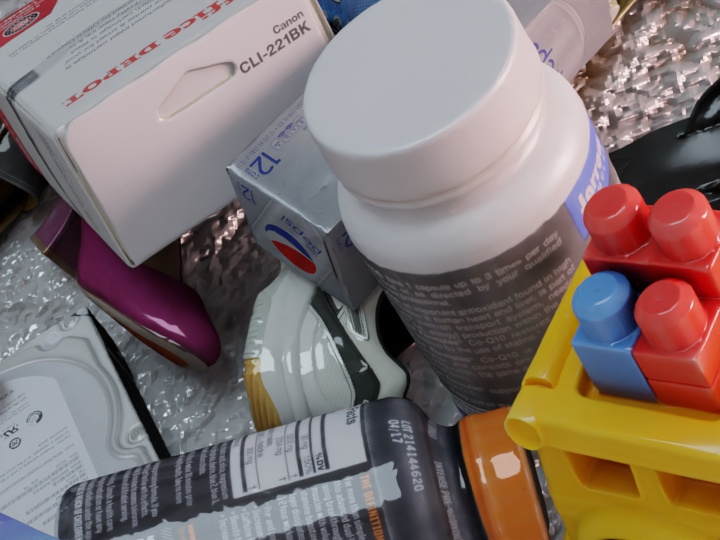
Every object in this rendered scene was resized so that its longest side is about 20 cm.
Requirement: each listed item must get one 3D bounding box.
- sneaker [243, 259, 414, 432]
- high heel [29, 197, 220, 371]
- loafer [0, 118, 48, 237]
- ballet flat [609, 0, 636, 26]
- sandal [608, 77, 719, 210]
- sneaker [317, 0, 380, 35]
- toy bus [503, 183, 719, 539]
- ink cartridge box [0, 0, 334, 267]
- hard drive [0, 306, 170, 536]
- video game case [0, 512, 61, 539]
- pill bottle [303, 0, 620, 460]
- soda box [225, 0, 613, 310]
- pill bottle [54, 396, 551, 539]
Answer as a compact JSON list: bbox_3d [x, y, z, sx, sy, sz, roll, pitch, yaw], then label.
[{"bbox_3d":[0.000,0.000,0.981,0.087,0.076,0.202,-1,52,10],"label":"sneaker"},{"bbox_3d":[-0.107,-0.020,1.048,0.096,0.067,0.200,-51,41,-3],"label":"high heel"},{"bbox_3d":[-0.201,-0.060,1.153,0.200,0.073,0.072,-46,52,0],"label":"loafer"},{"bbox_3d":[0.122,-0.160,1.032,0.200,0.069,0.063,-51,19,-17],"label":"ballet flat"},{"bbox_3d":[0.185,-0.068,0.933,0.198,0.045,0.076,-24,43,10],"label":"sandal"},{"bbox_3d":[0.005,-0.141,1.101,0.089,0.079,0.201,-38,35,11],"label":"sneaker"},{"bbox_3d":[0.156,0.049,0.740,0.198,0.193,0.136,9,55,35],"label":"toy bus"},{"bbox_3d":[-0.106,-0.099,1.022,0.144,0.084,0.200,-34,27,-10],"label":"ink cartridge box"},{"bbox_3d":[-0.157,0.120,0.980,0.139,0.038,0.200,-34,43,1],"label":"hard drive"},{"bbox_3d":[-0.157,0.178,0.821,0.199,0.183,0.045,16,36,40],"label":"video game case"},{"bbox_3d":[0.058,-0.019,0.852,0.113,0.201,0.115,-16,45,17],"label":"pill bottle"},{"bbox_3d":[0.032,-0.081,0.938,0.068,0.064,0.200,32,68,30],"label":"soda box"},{"bbox_3d":[-0.020,0.117,0.837,0.198,0.107,0.107,-15,44,5],"label":"pill bottle"}]
